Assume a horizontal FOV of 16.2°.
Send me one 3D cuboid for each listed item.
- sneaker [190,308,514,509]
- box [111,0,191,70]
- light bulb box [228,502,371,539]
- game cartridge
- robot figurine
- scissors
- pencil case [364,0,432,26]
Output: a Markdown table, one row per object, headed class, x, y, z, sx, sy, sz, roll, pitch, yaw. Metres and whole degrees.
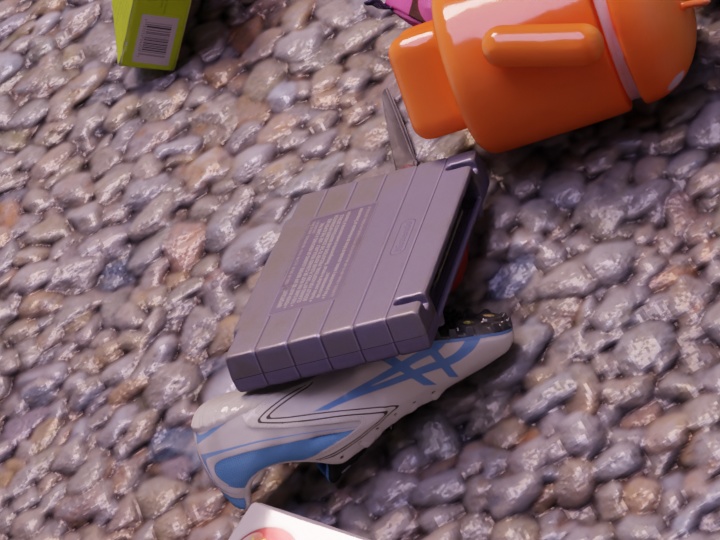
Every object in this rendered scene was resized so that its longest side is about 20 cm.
| class | x | y | z | sx | sy | sz | roll | pitch | yaw |
| --- | --- | --- | --- | --- | --- | --- | --- | --- | --- |
| sneaker | 0.000 | 0.077 | 1.483 | 0.199 | 0.073 | 0.072 | -23 | 12 | -5 |
| box | -0.154 | -0.254 | 1.855 | 0.047 | 0.122 | 0.201 | 5 | 41 | -15 |
| light bulb box | -0.015 | 0.255 | 1.204 | 0.124 | 0.200 | 0.199 | 13 | 59 | 41 |
| game cartridge | 0.000 | 0.000 | 1.513 | 0.129 | 0.039 | 0.200 | -18 | 24 | 23 |
| robot figurine | 0.120 | -0.142 | 1.561 | 0.199 | 0.144 | 0.117 | -18 | 61 | 12 |
| scissors | 0.039 | -0.054 | 1.615 | 0.073 | 0.014 | 0.201 | -16 | 42 | 22 |
| pencil case | 0.082 | -0.246 | 1.650 | 0.201 | 0.090 | 0.094 | -66 | 27 | 11 |
